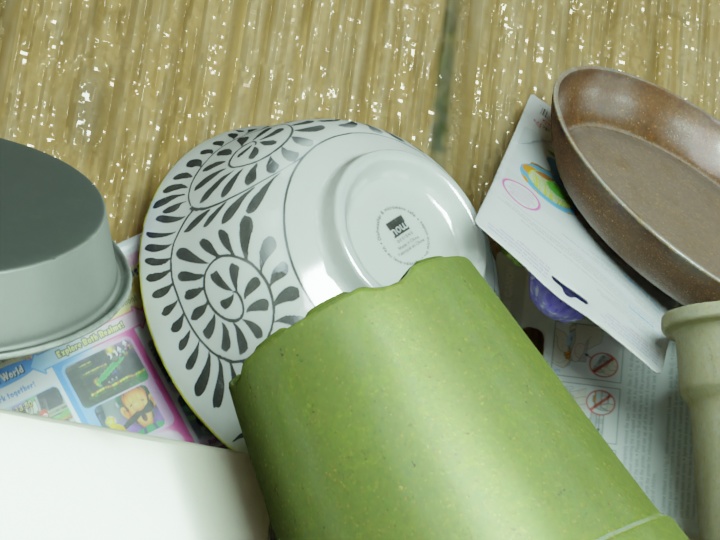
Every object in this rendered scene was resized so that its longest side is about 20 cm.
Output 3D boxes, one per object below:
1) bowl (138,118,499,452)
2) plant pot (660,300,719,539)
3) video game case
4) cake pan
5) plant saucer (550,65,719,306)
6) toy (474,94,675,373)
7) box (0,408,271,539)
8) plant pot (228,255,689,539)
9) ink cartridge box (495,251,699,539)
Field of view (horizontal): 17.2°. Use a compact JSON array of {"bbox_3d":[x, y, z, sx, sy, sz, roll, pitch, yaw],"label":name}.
[{"bbox_3d":[0.000,0.000,1.163,0.200,0.094,0.202,16,59,-28],"label":"bowl"},{"bbox_3d":[0.232,0.119,1.092,0.199,0.200,0.185,8,81,-20],"label":"plant pot"},{"bbox_3d":[-0.097,0.077,1.159,0.199,0.024,0.183,-26,83,-27],"label":"video game case"},{"bbox_3d":[-0.200,-0.018,1.066,0.199,0.200,0.037,-2,116,-23],"label":"cake pan"},{"bbox_3d":[0.173,-0.029,1.221,0.199,0.035,0.201,28,27,-16],"label":"plant saucer"},{"bbox_3d":[0.108,-0.013,1.214,0.115,0.047,0.200,38,28,-4],"label":"toy"},{"bbox_3d":[-0.144,0.108,1.073,0.199,0.082,0.069,11,69,-15],"label":"box"},{"bbox_3d":[0.038,0.103,1.029,0.199,0.200,0.191,-20,76,-27],"label":"plant pot"},{"bbox_3d":[0.160,0.076,1.238,0.198,0.047,0.161,7,55,3],"label":"ink cartridge box"}]
